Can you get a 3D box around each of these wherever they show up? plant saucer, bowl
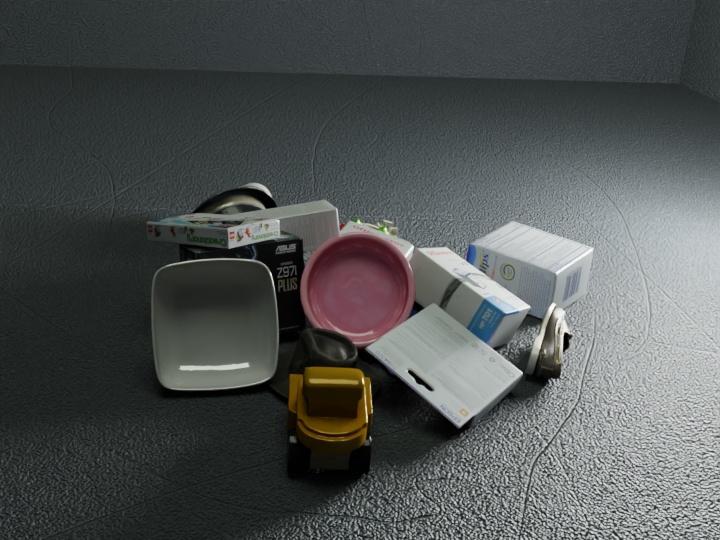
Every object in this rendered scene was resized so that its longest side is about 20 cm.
[{"bbox_3d":[-0.004,0.037,1.626,0.196,0.205,0.051,7,-15,4],"label":"plant saucer"},{"bbox_3d":[-0.231,0.085,1.498,0.196,0.204,0.075,-2,-2,-14],"label":"bowl"}]

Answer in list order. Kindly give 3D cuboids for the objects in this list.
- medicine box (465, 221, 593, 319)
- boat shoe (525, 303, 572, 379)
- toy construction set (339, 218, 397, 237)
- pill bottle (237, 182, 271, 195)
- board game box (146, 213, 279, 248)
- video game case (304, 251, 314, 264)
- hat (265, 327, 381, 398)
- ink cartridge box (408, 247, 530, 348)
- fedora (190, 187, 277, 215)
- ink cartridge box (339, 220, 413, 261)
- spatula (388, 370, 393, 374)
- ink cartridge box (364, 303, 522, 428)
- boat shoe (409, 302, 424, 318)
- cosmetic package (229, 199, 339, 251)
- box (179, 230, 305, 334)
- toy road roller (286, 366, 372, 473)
[{"bbox_3d":[0.336,-0.004,1.900,0.198,0.105,0.181,21,28,31],"label":"medicine box"},{"bbox_3d":[0.337,0.125,1.659,0.058,0.073,0.200,18,30,13],"label":"boat shoe"},{"bbox_3d":[0.022,-0.063,1.978,0.129,0.094,0.200,-18,14,8],"label":"toy construction set"},{"bbox_3d":[-0.238,-0.116,2.014,0.108,0.113,0.201,6,24,0],"label":"pill bottle"},{"bbox_3d":[-0.250,-0.069,1.600,0.197,0.035,0.125,6,14,37],"label":"board game box"},{"bbox_3d":[-0.103,0.002,1.887,0.178,0.026,0.199,-14,31,-37],"label":"video game case"},{"bbox_3d":[-0.061,0.142,1.515,0.196,0.082,0.201,4,24,-2],"label":"hat"},{"bbox_3d":[0.181,0.047,1.676,0.199,0.087,0.146,38,18,21],"label":"ink cartridge box"},{"bbox_3d":[-0.238,-0.065,1.827,0.197,0.203,0.092,-10,47,-30],"label":"fedora"},{"bbox_3d":[0.000,0.000,1.791,0.143,0.089,0.200,21,33,12],"label":"ink cartridge box"},{"bbox_3d":[0.031,0.127,1.640,0.056,0.021,0.199,-19,29,-24],"label":"spatula"},{"bbox_3d":[0.129,0.156,1.505,0.196,0.044,0.199,39,41,22],"label":"ink cartridge box"},{"bbox_3d":[0.094,0.096,1.674,0.082,0.070,0.201,11,26,-13],"label":"boat shoe"},{"bbox_3d":[-0.143,-0.073,1.737,0.196,0.073,0.101,-9,15,-12],"label":"cosmetic package"},{"bbox_3d":[-0.199,0.029,1.620,0.197,0.167,0.086,-8,15,-30],"label":"box"},{"bbox_3d":[-0.040,0.182,1.335,0.120,0.148,0.201,3,30,-5],"label":"toy road roller"}]
